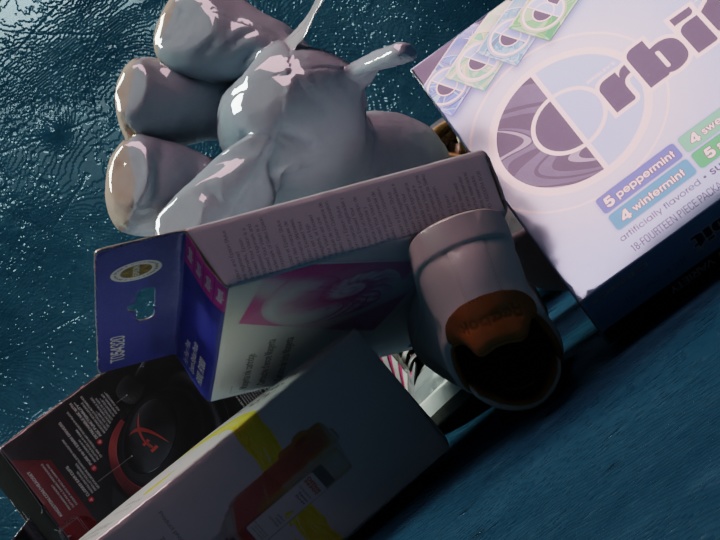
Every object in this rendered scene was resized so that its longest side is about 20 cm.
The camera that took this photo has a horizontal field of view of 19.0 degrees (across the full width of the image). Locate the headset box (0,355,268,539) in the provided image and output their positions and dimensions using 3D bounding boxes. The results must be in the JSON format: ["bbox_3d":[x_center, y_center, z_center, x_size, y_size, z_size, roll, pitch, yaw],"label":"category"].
[{"bbox_3d":[-0.120,0.126,1.312,0.200,0.149,0.075,-38,0,-22],"label":"headset box"}]

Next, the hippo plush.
[{"bbox_3d":[-0.029,-0.074,1.183,0.200,0.159,0.161,-45,-38,17],"label":"hippo plush"}]

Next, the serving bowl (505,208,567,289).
[{"bbox_3d":[0.164,-0.051,1.215,0.200,0.066,0.200,-38,7,6],"label":"serving bowl"}]

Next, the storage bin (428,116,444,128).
[{"bbox_3d":[0.098,-0.073,1.627,0.134,0.146,0.200,-29,-13,20],"label":"storage bin"}]

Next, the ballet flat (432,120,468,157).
[{"bbox_3d":[0.120,-0.105,1.197,0.200,0.063,0.069,-38,35,26],"label":"ballet flat"}]

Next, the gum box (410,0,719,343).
[{"bbox_3d":[0.141,-0.085,1.097,0.170,0.200,0.045,-36,-43,5],"label":"gum box"}]

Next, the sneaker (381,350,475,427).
[{"bbox_3d":[0.033,0.027,1.298,0.084,0.121,0.200,-37,1,-3],"label":"sneaker"}]

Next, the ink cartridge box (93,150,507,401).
[{"bbox_3d":[-0.036,0.015,1.112,0.200,0.043,0.196,-16,-17,-11],"label":"ink cartridge box"}]

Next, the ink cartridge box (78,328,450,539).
[{"bbox_3d":[-0.070,0.131,1.095,0.200,0.083,0.145,-38,0,-27],"label":"ink cartridge box"}]

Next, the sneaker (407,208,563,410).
[{"bbox_3d":[0.065,0.044,1.087,0.073,0.085,0.200,-23,-21,3],"label":"sneaker"}]
